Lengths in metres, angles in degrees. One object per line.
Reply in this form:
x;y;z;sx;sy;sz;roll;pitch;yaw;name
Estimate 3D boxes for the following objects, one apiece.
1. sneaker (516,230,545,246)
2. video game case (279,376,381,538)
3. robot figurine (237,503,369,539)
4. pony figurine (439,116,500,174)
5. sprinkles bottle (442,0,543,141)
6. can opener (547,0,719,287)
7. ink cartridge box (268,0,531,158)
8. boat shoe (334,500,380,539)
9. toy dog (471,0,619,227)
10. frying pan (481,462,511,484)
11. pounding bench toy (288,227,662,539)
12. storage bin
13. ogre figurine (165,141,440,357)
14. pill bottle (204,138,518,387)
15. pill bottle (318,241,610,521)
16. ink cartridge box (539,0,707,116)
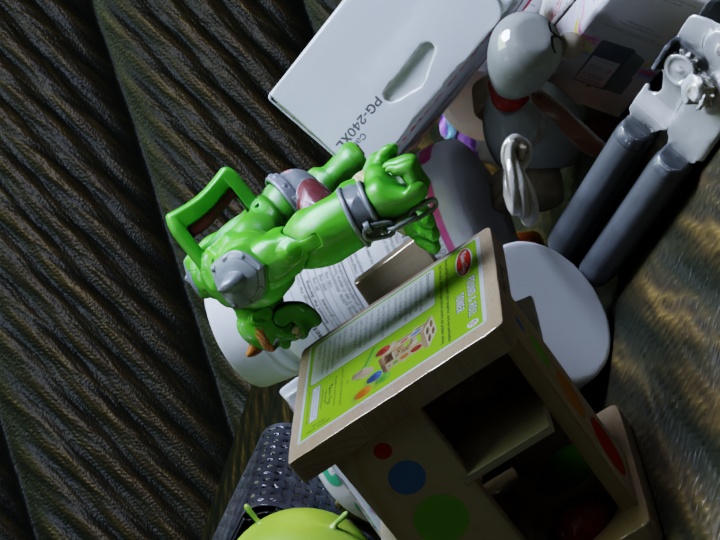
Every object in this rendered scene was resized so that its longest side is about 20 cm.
0.041;0.002;1.186;0.077;0.198;0.073;-62;-29;-53;sneaker
0.018;0.149;0.931;0.018;0.201;0.143;-35;0;-5;video game case
-0.038;0.262;1.161;0.116;0.174;0.202;-55;-37;-68;robot figurine
0.098;-0.161;1.343;0.193;0.165;0.202;24;-106;-68;pony figurine
0.128;-0.183;1.218;0.200;0.068;0.068;-54;-3;-36;sprinkles bottle
0.173;-0.069;0.926;0.066;0.053;0.201;-33;-21;-43;can opener
0.033;-0.148;1.043;0.145;0.083;0.200;-50;-2;14;ink cartridge box
0.027;0.162;1.181;0.201;0.071;0.066;82;-149;-73;boat shoe
0.125;-0.102;1.011;0.200;0.095;0.133;-100;1;-85;toy dog
0.090;0.117;1.098;0.115;0.031;0.192;-163;90;-81;frying pan
0.062;0.078;0.851;0.124;0.156;0.200;-34;18;14;pounding bench toy
-0.051;0.240;1.361;0.094;0.134;0.201;-78;11;-48;storage bin
-0.036;-0.020;0.876;0.119;0.099;0.200;-29;27;-11;ogre figurine
0.000;0.000;1.093;0.199;0.114;0.114;-24;30;22;pill bottle
0.059;0.073;1.007;0.200;0.113;0.114;-43;25;45;pill bottle
0.177;-0.185;1.074;0.200;0.067;0.118;128;159;-66;ink cartridge box
